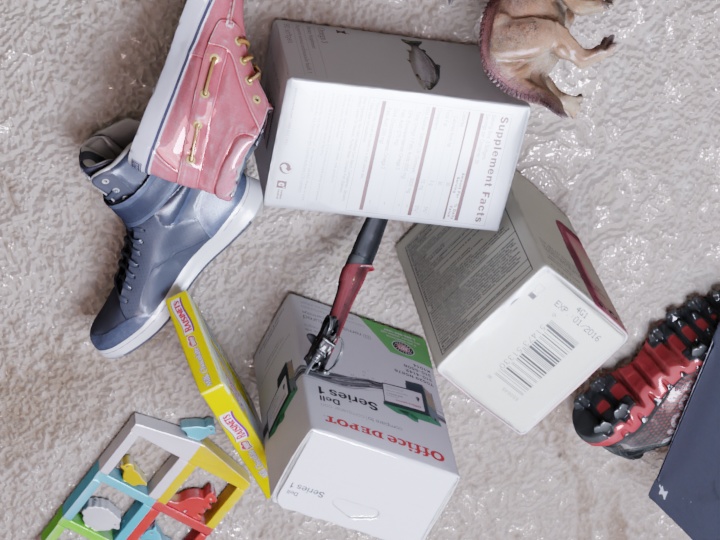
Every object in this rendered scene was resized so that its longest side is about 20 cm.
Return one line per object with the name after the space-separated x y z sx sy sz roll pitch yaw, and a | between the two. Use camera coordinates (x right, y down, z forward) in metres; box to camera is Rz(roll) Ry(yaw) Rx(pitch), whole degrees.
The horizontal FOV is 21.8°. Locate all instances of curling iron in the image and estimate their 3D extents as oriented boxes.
0.000 0.000 1.573 0.025 0.050 0.201 28 69 -12 | curling iron

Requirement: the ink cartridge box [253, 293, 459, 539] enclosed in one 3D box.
-0.006 0.127 1.611 0.145 0.201 0.085 19 118 -20 | ink cartridge box

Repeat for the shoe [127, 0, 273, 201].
-0.104 -0.158 1.467 0.090 0.071 0.202 22 89 -1 | shoe

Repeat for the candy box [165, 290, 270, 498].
-0.113 0.109 1.599 0.026 0.103 0.200 -23 145 0 | candy box

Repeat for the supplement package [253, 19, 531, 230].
0.021 -0.118 1.522 0.198 0.117 0.118 6 119 -13 | supplement package

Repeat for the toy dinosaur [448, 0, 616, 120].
0.124 -0.197 1.479 0.134 0.202 0.086 13 151 -15 | toy dinosaur

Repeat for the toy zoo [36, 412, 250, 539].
-0.193 0.213 1.735 0.131 0.021 0.200 31 111 -24 | toy zoo

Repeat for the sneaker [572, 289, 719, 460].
0.292 0.101 1.726 0.200 0.071 0.098 -42 129 8 | sneaker

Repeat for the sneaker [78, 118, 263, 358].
-0.196 -0.032 1.553 0.146 0.077 0.203 33 104 -33 | sneaker

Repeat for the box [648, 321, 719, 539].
0.396 0.149 1.704 0.199 0.117 0.198 -5 125 -34 | box

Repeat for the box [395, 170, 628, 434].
0.123 0.017 1.569 0.109 0.200 0.128 37 108 -27 | box
